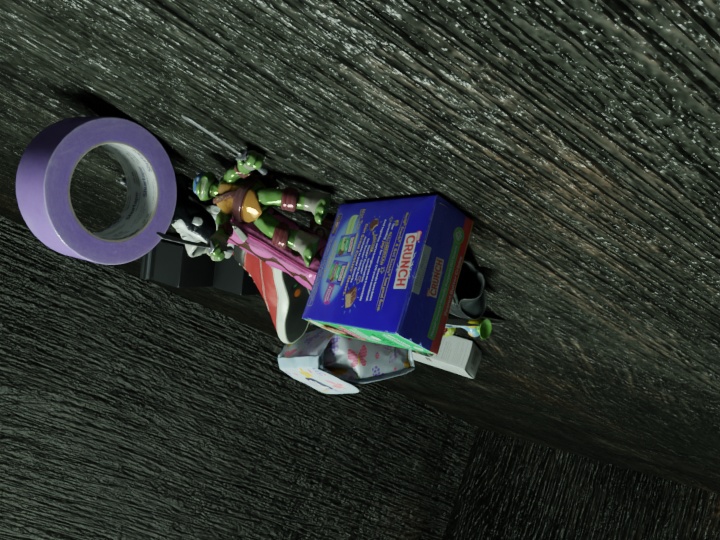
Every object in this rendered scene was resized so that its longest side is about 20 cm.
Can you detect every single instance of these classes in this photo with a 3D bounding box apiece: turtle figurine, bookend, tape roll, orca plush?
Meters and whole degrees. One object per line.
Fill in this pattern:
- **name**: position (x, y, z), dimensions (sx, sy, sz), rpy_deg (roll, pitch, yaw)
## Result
- **turtle figurine**: position (-0.147, -0.076, 0.872), dimensions (0.192, 0.145, 0.200), rpy_deg (18, 171, 2)
- **bookend**: position (-0.279, -0.012, 1.286), dimensions (0.197, 0.093, 0.199), rpy_deg (13, -171, 38)
- **tape roll**: position (-0.365, -0.113, 0.941), dimensions (0.084, 0.202, 0.200), rpy_deg (10, 163, 40)
- **orca plush**: position (-0.307, -0.126, 1.115), dimensions (0.199, 0.071, 0.105), rpy_deg (35, -174, 30)

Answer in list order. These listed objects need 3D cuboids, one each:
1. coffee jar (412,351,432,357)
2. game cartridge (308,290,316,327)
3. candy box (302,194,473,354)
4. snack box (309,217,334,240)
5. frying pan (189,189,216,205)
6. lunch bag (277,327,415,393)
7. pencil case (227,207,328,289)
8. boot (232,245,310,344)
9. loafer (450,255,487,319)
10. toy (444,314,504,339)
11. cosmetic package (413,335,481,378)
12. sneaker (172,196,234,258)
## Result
- **coffee jar**: position (0.067, 0.111, 1.409), dimensions (0.198, 0.086, 0.104), rpy_deg (16, 166, 23)
- **game cartridge**: position (-0.104, 0.012, 1.198), dimensions (0.133, 0.041, 0.200), rpy_deg (45, 153, 12)
- **candy box**: position (0.030, 0.002, 0.839), dimensions (0.077, 0.171, 0.199), rpy_deg (25, 167, -33)
- **snack box**: position (0.015, -0.020, 1.012), dimensions (0.198, 0.024, 0.072), rpy_deg (19, 126, 12)
- **frying pan**: position (-0.212, -0.098, 1.131), dimensions (0.189, 0.031, 0.115), rpy_deg (25, 169, 36)
- **lunch bag**: position (-0.032, 0.156, 1.207), dimensions (0.198, 0.129, 0.169), rpy_deg (-6, 175, -34)
- **pencil case**: position (-0.110, -0.033, 0.984), dimensions (0.199, 0.091, 0.094), rpy_deg (27, -177, 17)
- **boot**: position (-0.161, 0.026, 1.174), dimensions (0.143, 0.072, 0.202), rpy_deg (25, 135, 32)
- **loafer**: position (0.147, 0.025, 0.967), dimensions (0.070, 0.068, 0.201), rpy_deg (23, 167, 36)
- **toy**: position (0.152, 0.103, 1.238), dimensions (0.114, 0.048, 0.199), rpy_deg (0, -179, -43)
- **cosmetic package**: position (0.170, 0.180, 1.551), dimensions (0.198, 0.075, 0.102), rpy_deg (13, 164, 28)
- **sneaker**: position (-0.305, -0.078, 1.206), dimensions (0.198, 0.100, 0.078), rpy_deg (17, 166, 18)
